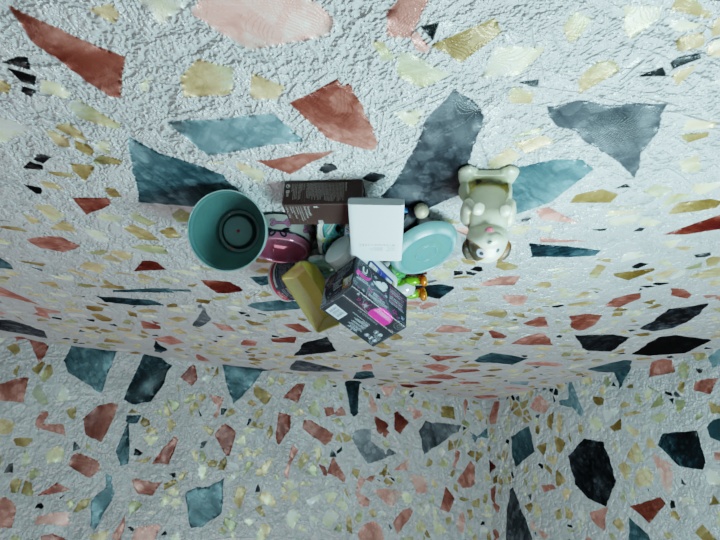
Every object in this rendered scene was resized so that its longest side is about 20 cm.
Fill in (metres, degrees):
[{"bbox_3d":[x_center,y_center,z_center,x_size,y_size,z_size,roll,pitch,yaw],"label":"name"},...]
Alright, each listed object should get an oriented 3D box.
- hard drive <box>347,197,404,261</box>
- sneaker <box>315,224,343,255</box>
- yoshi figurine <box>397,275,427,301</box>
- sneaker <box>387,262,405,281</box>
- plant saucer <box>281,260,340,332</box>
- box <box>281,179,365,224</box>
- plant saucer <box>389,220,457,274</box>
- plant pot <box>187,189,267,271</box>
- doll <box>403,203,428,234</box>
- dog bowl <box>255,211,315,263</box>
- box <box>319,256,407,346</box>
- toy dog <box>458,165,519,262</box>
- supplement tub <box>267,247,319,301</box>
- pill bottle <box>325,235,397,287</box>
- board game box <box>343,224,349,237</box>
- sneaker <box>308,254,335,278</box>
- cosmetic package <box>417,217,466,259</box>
[{"bbox_3d":[0.039,-0.097,1.279,0.130,0.027,0.201,1,142,3],"label":"hard drive"},{"bbox_3d":[-0.086,-0.102,1.449,0.079,0.078,0.200,-5,157,-6],"label":"sneaker"},{"bbox_3d":[0.127,0.067,1.759,0.197,0.114,0.112,-2,157,0],"label":"yoshi figurine"},{"bbox_3d":[0.120,-0.004,1.558,0.073,0.084,0.200,21,180,1],"label":"sneaker"},{"bbox_3d":[-0.127,0.069,1.469,0.048,0.201,0.200,-34,-178,-27],"label":"plant saucer"},{"bbox_3d":[-0.087,-0.167,1.295,0.197,0.076,0.100,-2,155,6],"label":"box"},{"bbox_3d":[0.173,-0.053,1.404,0.198,0.028,0.201,-15,145,-11],"label":"plant saucer"},{"bbox_3d":[-0.329,-0.103,1.354,0.198,0.203,0.134,2,-176,1],"label":"plant pot"},{"bbox_3d":[0.085,-0.118,1.351,0.198,0.049,0.137,-25,126,9],"label":"doll"},{"bbox_3d":[-0.226,-0.087,1.493,0.198,0.075,0.201,3,157,1],"label":"dog bowl"},{"bbox_3d":[0.011,0.084,1.375,0.200,0.115,0.132,39,127,-24],"label":"box"},{"bbox_3d":[0.284,-0.117,1.210,0.138,0.202,0.194,5,156,-5],"label":"toy dog"},{"bbox_3d":[-0.181,0.011,1.630,0.199,0.142,0.140,-17,150,39],"label":"supplement tub"},{"bbox_3d":[0.000,0.000,1.458,0.119,0.121,0.200,-19,130,40],"label":"pill bottle"},{"bbox_3d":[0.011,-0.071,1.498,0.125,0.035,0.200,26,157,5],"label":"board game box"},{"bbox_3d":[-0.080,0.038,1.521,0.073,0.119,0.200,-11,147,40],"label":"sneaker"},{"bbox_3d":[0.190,-0.082,1.494,0.199,0.052,0.150,19,155,-33],"label":"cosmetic package"}]
